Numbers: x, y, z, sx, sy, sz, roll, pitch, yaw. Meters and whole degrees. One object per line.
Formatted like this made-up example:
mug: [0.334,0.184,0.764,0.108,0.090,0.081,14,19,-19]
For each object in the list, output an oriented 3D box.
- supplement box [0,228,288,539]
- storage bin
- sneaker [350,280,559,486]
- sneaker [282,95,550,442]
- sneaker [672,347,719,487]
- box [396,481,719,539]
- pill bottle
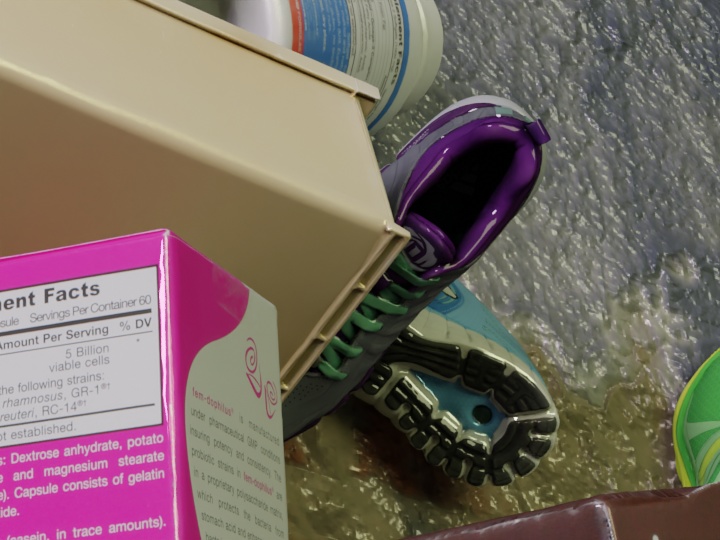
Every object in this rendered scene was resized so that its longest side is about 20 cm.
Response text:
supplement box: [-0.084,0.100,0.742,0.101,0.103,0.200,41,44,-65]
storage bin: [-0.119,-0.007,0.866,0.200,0.199,0.094,22,31,-29]
sneaker: [0.005,0.022,1.063,0.200,0.078,0.090,40,16,-4]
sneaker: [0.000,0.000,0.965,0.074,0.200,0.088,43,1,-4]
sneaker: [0.200,0.111,1.144,0.074,0.084,0.200,35,42,-16]
box: [0.067,0.177,0.845,0.166,0.200,0.164,3,73,-51]
pill bottle: [-0.039,-0.108,1.056,0.112,0.112,0.200,59,23,10]
